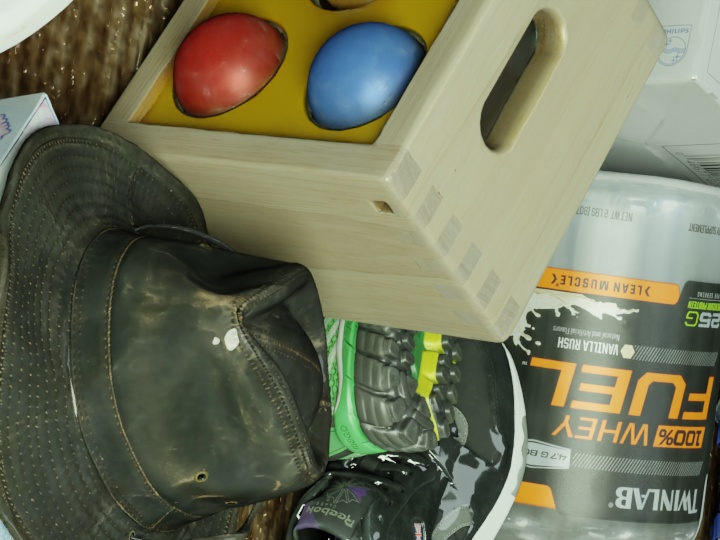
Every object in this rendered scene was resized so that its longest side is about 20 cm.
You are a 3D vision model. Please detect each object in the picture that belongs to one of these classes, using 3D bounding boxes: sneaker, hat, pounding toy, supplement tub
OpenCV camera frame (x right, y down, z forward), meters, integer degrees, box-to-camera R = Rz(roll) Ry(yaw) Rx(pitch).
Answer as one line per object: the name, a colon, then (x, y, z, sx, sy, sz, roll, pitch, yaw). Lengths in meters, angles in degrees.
sneaker: (0.000, 0.000, 1.052, 0.078, 0.085, 0.200, 62, 28, -31)
hat: (-0.054, 0.038, 0.879, 0.201, 0.081, 0.201, -6, 90, -68)
pounding toy: (-0.002, -0.101, 0.984, 0.142, 0.184, 0.200, 52, 58, -40)
sneaker: (0.013, 0.101, 1.035, 0.088, 0.076, 0.200, 51, 53, -59)
supplement tub: (0.102, 0.055, 1.132, 0.122, 0.122, 0.200, 4, 93, -53)

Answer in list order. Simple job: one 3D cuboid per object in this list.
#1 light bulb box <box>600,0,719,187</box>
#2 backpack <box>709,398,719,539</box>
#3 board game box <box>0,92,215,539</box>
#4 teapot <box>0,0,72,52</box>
light bulb box: (0.171, -0.136, 1.192, 0.198, 0.125, 0.200, 33, 64, -48)
backpack: (0.284, 0.075, 1.334, 0.135, 0.182, 0.200, 37, 57, -53)
board game box: (-0.124, 0.075, 0.860, 0.200, 0.041, 0.200, -65, 143, -51)
teapot: (-0.169, -0.166, 0.783, 0.197, 0.146, 0.200, -6, 127, -33)
